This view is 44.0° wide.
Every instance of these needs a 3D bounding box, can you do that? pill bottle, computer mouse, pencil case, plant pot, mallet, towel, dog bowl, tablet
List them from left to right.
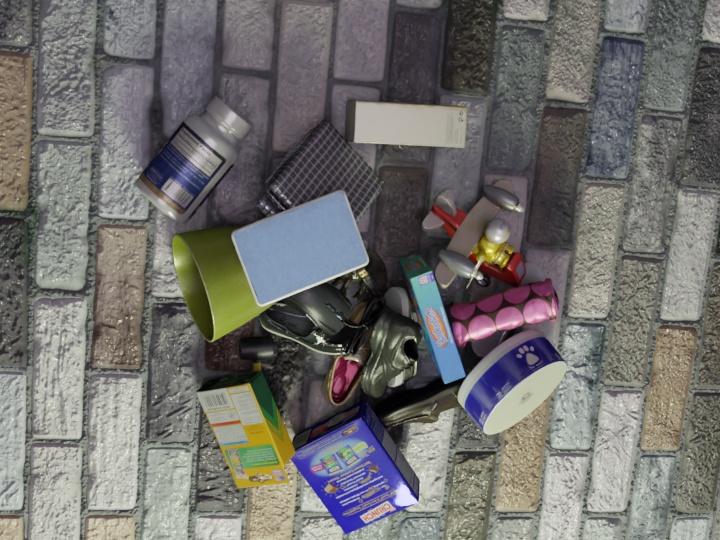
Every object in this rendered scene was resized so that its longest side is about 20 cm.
[{"bbox_3d":[-0.275,-0.188,1.493,0.111,0.111,0.201,39,92,-15],"label":"pill bottle"},{"bbox_3d":[-0.196,-0.002,1.525,0.198,0.187,0.190,-20,105,-23],"label":"plant pot"},{"bbox_3d":[-0.198,0.216,1.627,0.065,0.041,0.203,5,104,-13],"label":"mallet"},{"bbox_3d":[-0.096,-0.036,1.439,0.197,0.014,0.132,-21,99,-5],"label":"tablet"},{"bbox_3d":[-0.064,-0.136,1.513,0.166,0.085,0.201,46,54,-17],"label":"towel"},{"bbox_3d":[-0.035,0.044,1.521,0.200,0.046,0.141,44,74,-27],"label":"computer mouse"},{"bbox_3d":[0.258,0.076,1.595,0.197,0.094,0.092,-15,63,15],"label":"pencil case"},{"bbox_3d":[0.278,0.205,1.628,0.199,0.200,0.079,-39,62,-1],"label":"dog bowl"}]

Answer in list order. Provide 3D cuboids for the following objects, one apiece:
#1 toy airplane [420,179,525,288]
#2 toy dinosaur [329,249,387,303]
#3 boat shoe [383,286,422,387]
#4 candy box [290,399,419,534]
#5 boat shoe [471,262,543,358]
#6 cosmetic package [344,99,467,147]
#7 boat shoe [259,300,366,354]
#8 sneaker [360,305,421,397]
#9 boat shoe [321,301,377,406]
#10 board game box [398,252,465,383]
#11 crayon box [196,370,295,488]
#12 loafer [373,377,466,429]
[{"bbox_3d":[0.210,-0.069,1.587,0.196,0.141,0.203,-1,79,-27],"label":"toy airplane"},{"bbox_3d":[0.000,0.000,1.596,0.198,0.077,0.104,23,90,-17],"label":"toy dinosaur"},{"bbox_3d":[0.076,0.116,1.632,0.063,0.071,0.203,-15,123,-29],"label":"boat shoe"},{"bbox_3d":[-0.009,0.364,1.642,0.168,0.077,0.201,-28,104,19],"label":"candy box"},{"bbox_3d":[0.280,0.078,1.672,0.071,0.068,0.202,30,91,23],"label":"boat shoe"},{"bbox_3d":[0.077,-0.255,1.550,0.197,0.104,0.074,2,100,-12],"label":"cosmetic package"},{"bbox_3d":[-0.085,0.094,1.578,0.197,0.066,0.075,19,70,6],"label":"boat shoe"},{"bbox_3d":[0.055,0.157,1.567,0.090,0.076,0.202,19,133,9],"label":"sneaker"},{"bbox_3d":[-0.010,0.157,1.629,0.073,0.069,0.203,19,95,-12],"label":"boat shoe"},{"bbox_3d":[0.127,0.082,1.598,0.044,0.152,0.203,-19,103,0],"label":"board game box"},{"bbox_3d":[-0.200,0.287,1.599,0.124,0.052,0.203,-12,106,30],"label":"crayon box"},{"bbox_3d":[0.118,0.261,1.672,0.197,0.073,0.072,-19,104,-5],"label":"loafer"}]
